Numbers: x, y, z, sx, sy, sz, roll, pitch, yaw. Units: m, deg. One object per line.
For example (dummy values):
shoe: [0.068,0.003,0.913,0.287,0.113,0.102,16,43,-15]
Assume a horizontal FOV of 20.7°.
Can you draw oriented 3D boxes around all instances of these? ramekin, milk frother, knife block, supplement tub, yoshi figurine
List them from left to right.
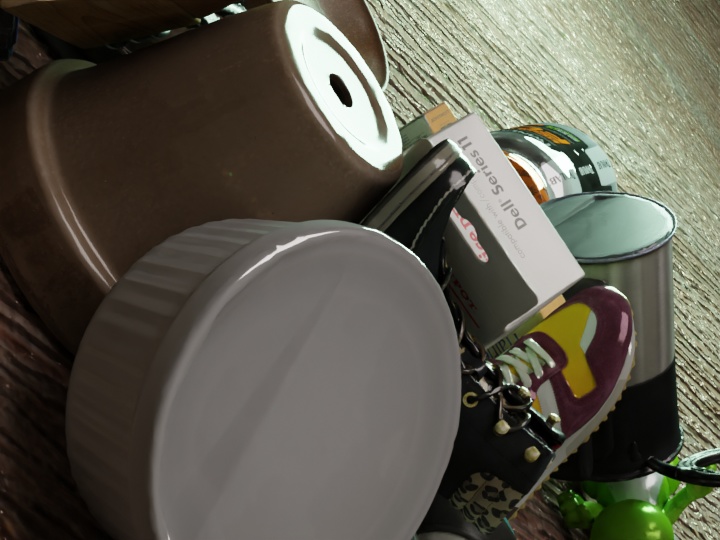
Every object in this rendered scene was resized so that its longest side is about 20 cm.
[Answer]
knife block: [-0.140,-0.154,1.038,0.200,0.175,0.064,-11,87,-39]
ramekin: [-0.052,0.066,0.948,0.094,0.203,0.202,19,-11,42]
supplement tub: [0.128,-0.054,1.582,0.123,0.122,0.200,61,20,4]
yoshi figurine: [0.208,0.174,1.500,0.112,0.112,0.200,29,35,-25]
milk frother: [0.219,0.061,1.433,0.181,0.200,0.188,-81,166,-62]

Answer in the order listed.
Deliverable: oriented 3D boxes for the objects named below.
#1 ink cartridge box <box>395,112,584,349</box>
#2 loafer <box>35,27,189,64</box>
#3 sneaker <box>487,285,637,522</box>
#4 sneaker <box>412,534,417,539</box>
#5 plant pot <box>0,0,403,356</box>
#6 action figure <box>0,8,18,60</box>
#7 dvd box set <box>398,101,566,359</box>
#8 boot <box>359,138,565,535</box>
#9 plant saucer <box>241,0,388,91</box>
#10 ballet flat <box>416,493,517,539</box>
ink cartridge box: [0.051,-0.011,1.137,0.067,0.200,0.117,-32,86,-28]
loafer: [-0.130,-0.135,1.183,0.200,0.071,0.073,52,22,-18]
sneaker: [0.091,0.083,1.231,0.090,0.200,0.075,38,-2,-39]
sneaker: [0.002,0.167,1.110,0.200,0.075,0.088,-104,-176,-55]
plant pot: [-0.079,-0.054,1.052,0.200,0.175,0.200,46,26,-29]
action figure: [-0.218,-0.196,0.998,0.104,0.200,0.194,10,22,-2]
dvd box set: [0.062,-0.001,1.348,0.029,0.146,0.200,-32,90,-36]
boot: [0.053,0.039,1.049,0.154,0.204,0.073,38,42,8]
plant saucer: [-0.050,-0.212,1.513,0.200,0.037,0.201,46,25,-30]
ballet flat: [0.072,0.194,1.194,0.200,0.068,0.068,55,35,-31]
